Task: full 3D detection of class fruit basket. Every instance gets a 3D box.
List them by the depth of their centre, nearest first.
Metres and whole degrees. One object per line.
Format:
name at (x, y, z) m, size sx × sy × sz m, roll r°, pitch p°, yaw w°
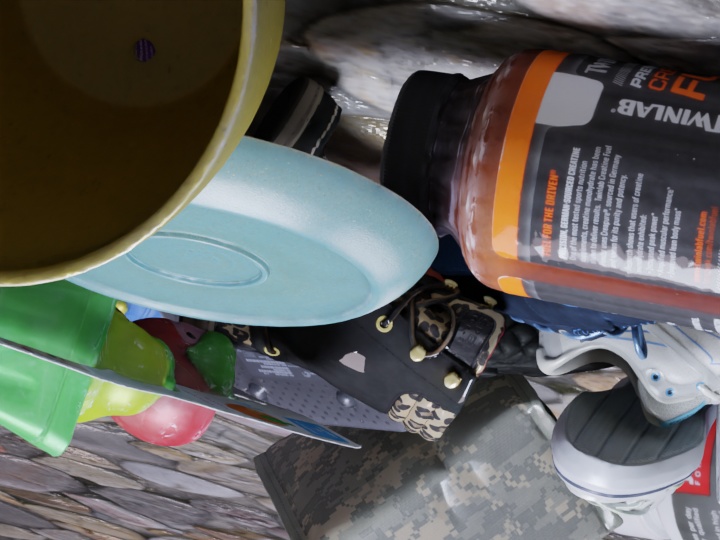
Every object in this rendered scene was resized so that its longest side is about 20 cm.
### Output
fruit basket at (-0.122, 0.036, 1.416) m, size 0.200 × 0.094 × 0.185 m, roll 11°, pitch -175°, yaw -30°

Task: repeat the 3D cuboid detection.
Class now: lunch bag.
lunch bag at (0.036, 0.119, 1.681) m, size 0.118 × 0.164 × 0.200 m, roll 55°, pitch -179°, yaw -23°

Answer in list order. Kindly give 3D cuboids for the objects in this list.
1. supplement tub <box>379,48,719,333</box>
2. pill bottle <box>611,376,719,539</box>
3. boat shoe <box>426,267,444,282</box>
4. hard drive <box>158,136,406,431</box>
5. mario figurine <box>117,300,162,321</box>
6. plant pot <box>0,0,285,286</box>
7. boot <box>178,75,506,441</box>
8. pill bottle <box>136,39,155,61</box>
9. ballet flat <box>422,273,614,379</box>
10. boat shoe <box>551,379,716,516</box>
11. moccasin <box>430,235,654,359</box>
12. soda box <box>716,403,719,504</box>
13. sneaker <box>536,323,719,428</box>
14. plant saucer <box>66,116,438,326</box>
supplement tub at (0.112, -0.034, 1.232) m, size 0.200 × 0.107 × 0.107 m, roll 11°, pitch 166°, yaw 16°
pill bottle at (0.238, 0.114, 1.680) m, size 0.200 × 0.114 × 0.114 m, roll 4°, pitch 163°, yaw 36°
boat shoe at (0.017, 0.026, 1.662) m, size 0.062 × 0.071 × 0.200 m, roll 13°, pitch 162°, yaw -6°
hard drive at (-0.058, 0.005, 1.567) m, size 0.135 × 0.042 × 0.200 m, roll 2°, pitch 138°, yaw 41°
mario figurine at (-0.149, 0.020, 1.711) m, size 0.200 × 0.106 × 0.124 m, roll 13°, pitch 134°, yaw -26°
plant pot at (-0.106, -0.104, 1.071) m, size 0.200 × 0.200 × 0.142 m, roll 10°, pitch -168°, yaw 18°
boot at (0.000, 0.000, 1.424) m, size 0.150 × 0.073 × 0.200 m, roll 28°, pitch 142°, yaw 1°
pill bottle at (-0.147, -0.086, 1.281) m, size 0.112 × 0.113 × 0.200 m, roll 8°, pitch 164°, yaw 26°
ballet flat at (0.093, 0.028, 1.572) m, size 0.066 × 0.057 × 0.200 m, roll -9°, pitch 173°, yaw 42°
boat shoe at (0.149, 0.100, 1.562) m, size 0.073 × 0.067 × 0.200 m, roll 25°, pitch -160°, yaw 19°
moccasin at (0.114, -0.003, 1.439) m, size 0.068 × 0.081 × 0.200 m, roll 38°, pitch 170°, yaw -26°
soda box at (0.288, 0.092, 1.548) m, size 0.200 × 0.068 × 0.063 m, roll 0°, pitch 173°, yaw 11°
sneaker at (0.184, 0.044, 1.516) m, size 0.200 × 0.087 × 0.075 m, roll 10°, pitch 164°, yaw 11°
plant saucer at (-0.068, -0.014, 1.229) m, size 0.200 × 0.027 × 0.200 m, roll 10°, pitch 163°, yaw 3°
